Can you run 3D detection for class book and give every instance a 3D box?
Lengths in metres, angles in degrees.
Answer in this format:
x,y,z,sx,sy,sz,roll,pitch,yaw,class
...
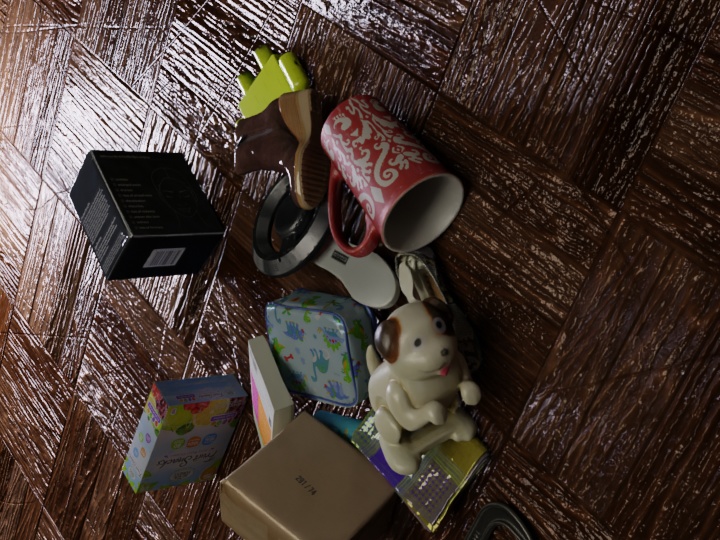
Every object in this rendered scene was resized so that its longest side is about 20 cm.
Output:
x,y,z,sx,sy,sz,roll,pitch,yaw,class
-0.145,0.217,1.537,0.202,0.047,0.135,95,154,-51,book

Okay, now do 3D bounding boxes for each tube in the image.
x,y,z,sx,sy,sz,roll,pitch,yaw,class
0.007,0.258,1.458,0.197,0.050,0.079,9,110,40,tube

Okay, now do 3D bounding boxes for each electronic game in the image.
x,y,z,sx,sy,sz,roll,pitch,yaw,class
-0.101,-0.083,1.500,0.198,0.041,0.203,-28,47,35,electronic game

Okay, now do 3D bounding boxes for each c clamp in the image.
x,y,z,sx,sy,sz,roll,pitch,yaw,class
0.192,0.421,1.294,0.170,0.027,0.204,40,121,42,c clamp

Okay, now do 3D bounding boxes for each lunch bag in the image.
x,y,z,sx,sy,sz,roll,pitch,yaw,class
-0.056,0.119,1.469,0.198,0.082,0.164,6,110,46,lunch bag

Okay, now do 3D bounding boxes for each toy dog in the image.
x,y,z,sx,sy,sz,roll,pitch,yaw,class
0.079,0.129,1.268,0.202,0.137,0.195,92,154,-45,toy dog

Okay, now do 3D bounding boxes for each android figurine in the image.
x,y,z,sx,sy,sz,roll,pitch,yaw,class
-0.140,-0.261,1.574,0.182,0.041,0.203,-44,61,38,android figurine

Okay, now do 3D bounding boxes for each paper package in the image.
x,y,z,sx,sy,sz,roll,pitch,yaw,class
-0.071,0.334,1.402,0.198,0.190,0.105,32,135,23,paper package

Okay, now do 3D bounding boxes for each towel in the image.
x,y,z,sx,sy,sz,roll,pitch,yaw,class
0.081,0.248,1.363,0.145,0.023,0.200,-53,55,11,towel

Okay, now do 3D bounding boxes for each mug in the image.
x,y,z,sx,sy,sz,roll,pitch,yaw,class
0.018,-0.132,1.339,0.201,0.175,0.134,54,167,33,mug

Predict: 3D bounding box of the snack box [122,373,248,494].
x,y,z,sx,sy,sz,roll,pitch,yaw,class
-0.305,0.283,1.687,0.068,0.166,0.203,47,124,36,snack box

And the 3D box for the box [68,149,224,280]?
x,y,z,sx,sy,sz,roll,pitch,yaw,class
-0.380,-0.101,1.715,0.124,0.198,0.199,-49,60,36,box

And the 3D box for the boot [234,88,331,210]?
x,y,z,sx,sy,sz,roll,pitch,yaw,class
-0.125,-0.168,1.478,0.164,0.072,0.204,-18,64,37,boot

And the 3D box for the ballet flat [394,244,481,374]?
x,y,z,sx,sy,sz,roll,pitch,yaw,class
0.097,0.055,1.332,0.072,0.071,0.203,-41,65,38,ballet flat

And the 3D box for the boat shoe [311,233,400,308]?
x,y,z,sx,sy,sz,roll,pitch,yaw,class
0.000,0.000,1.433,0.199,0.063,0.071,38,95,43,boat shoe
